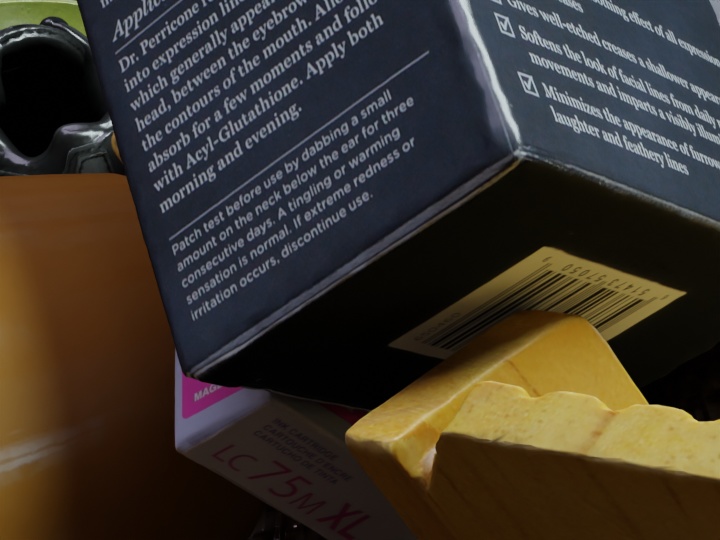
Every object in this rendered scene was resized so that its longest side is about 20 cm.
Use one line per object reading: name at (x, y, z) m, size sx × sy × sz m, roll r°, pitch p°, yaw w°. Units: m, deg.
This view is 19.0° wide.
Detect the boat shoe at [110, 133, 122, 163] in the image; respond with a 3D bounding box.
boat shoe at (-0.044, -0.043, 0.723) m, size 0.072 × 0.072 × 0.201 m, roll -32°, pitch 32°, yaw 25°

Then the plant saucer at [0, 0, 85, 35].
plant saucer at (-0.121, -0.035, 0.891) m, size 0.198 × 0.031 × 0.201 m, roll 10°, pitch 46°, yaw -10°

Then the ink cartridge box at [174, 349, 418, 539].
ink cartridge box at (-0.004, -0.010, 0.637) m, size 0.042 × 0.119 × 0.201 m, roll -32°, pitch 43°, yaw 26°

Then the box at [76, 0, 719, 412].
box at (0.012, -0.071, 0.564) m, size 0.107 × 0.201 × 0.148 m, roll -33°, pitch -29°, yaw 29°

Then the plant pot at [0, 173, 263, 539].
plant pot at (-0.134, 0.054, 0.614) m, size 0.182 × 0.202 × 0.200 m, roll -19°, pitch 19°, yaw -33°

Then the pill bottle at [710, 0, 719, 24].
pill bottle at (0.200, -0.126, 0.796) m, size 0.198 × 0.114 × 0.113 m, roll -4°, pitch 19°, yaw -14°

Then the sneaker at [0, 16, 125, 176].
sneaker at (-0.139, -0.060, 0.804) m, size 0.071 × 0.098 × 0.200 m, roll -28°, pitch 45°, yaw -32°

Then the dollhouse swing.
dollhouse swing at (0.147, 0.033, 0.476) m, size 0.199 × 0.182 × 0.176 m, roll 7°, pitch 53°, yaw 47°
